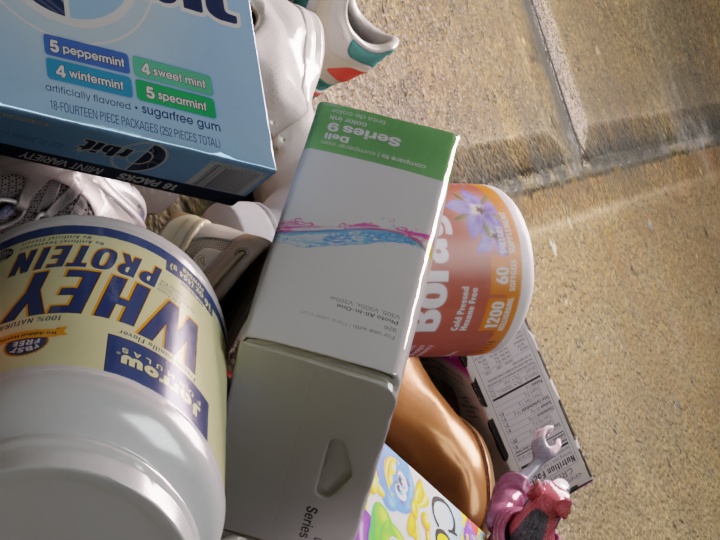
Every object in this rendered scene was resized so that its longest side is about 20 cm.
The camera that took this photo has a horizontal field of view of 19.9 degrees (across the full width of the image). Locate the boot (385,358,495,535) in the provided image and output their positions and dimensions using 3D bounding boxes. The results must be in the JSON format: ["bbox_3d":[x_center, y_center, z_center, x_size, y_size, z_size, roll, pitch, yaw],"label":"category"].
[{"bbox_3d":[0.018,0.095,1.390,0.155,0.076,0.201,17,55,-64],"label":"boot"}]

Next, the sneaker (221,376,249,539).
[{"bbox_3d":[-0.083,0.138,1.120,0.076,0.092,0.201,46,35,-46],"label":"sneaker"}]

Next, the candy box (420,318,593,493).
[{"bbox_3d":[0.086,0.068,1.503,0.201,0.061,0.136,67,-13,-13],"label":"candy box"}]

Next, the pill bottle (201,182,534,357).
[{"bbox_3d":[0.000,0.000,1.290,0.199,0.112,0.113,-1,70,-29],"label":"pill bottle"}]

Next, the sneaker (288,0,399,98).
[{"bbox_3d":[-0.042,-0.222,1.469,0.200,0.093,0.070,61,26,-25],"label":"sneaker"}]

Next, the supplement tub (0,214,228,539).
[{"bbox_3d":[-0.133,0.080,0.939,0.145,0.145,0.200,58,13,-28],"label":"supplement tub"}]

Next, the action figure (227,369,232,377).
[{"bbox_3d":[-0.037,0.107,1.275,0.200,0.065,0.052,42,27,-45],"label":"action figure"}]

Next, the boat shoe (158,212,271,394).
[{"bbox_3d":[-0.103,0.056,1.111,0.072,0.065,0.200,83,24,-53],"label":"boat shoe"}]

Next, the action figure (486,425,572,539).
[{"bbox_3d":[0.098,0.200,1.356,0.134,0.149,0.200,53,-25,34],"label":"action figure"}]

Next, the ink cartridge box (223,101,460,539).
[{"bbox_3d":[-0.014,0.030,1.088,0.200,0.087,0.146,-77,-179,-48],"label":"ink cartridge box"}]

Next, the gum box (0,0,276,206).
[{"bbox_3d":[-0.132,-0.143,1.026,0.170,0.045,0.201,12,58,-38],"label":"gum box"}]

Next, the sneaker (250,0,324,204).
[{"bbox_3d":[-0.068,-0.108,1.380,0.088,0.075,0.201,28,41,-41],"label":"sneaker"}]

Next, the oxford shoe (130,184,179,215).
[{"bbox_3d":[-0.128,-0.127,1.257,0.071,0.071,0.201,34,59,-53],"label":"oxford shoe"}]

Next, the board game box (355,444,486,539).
[{"bbox_3d":[-0.010,0.177,1.238,0.200,0.105,0.103,44,36,-46],"label":"board game box"}]

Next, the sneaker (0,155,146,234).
[{"bbox_3d":[-0.165,-0.022,1.073,0.200,0.075,0.082,26,48,-60],"label":"sneaker"}]
